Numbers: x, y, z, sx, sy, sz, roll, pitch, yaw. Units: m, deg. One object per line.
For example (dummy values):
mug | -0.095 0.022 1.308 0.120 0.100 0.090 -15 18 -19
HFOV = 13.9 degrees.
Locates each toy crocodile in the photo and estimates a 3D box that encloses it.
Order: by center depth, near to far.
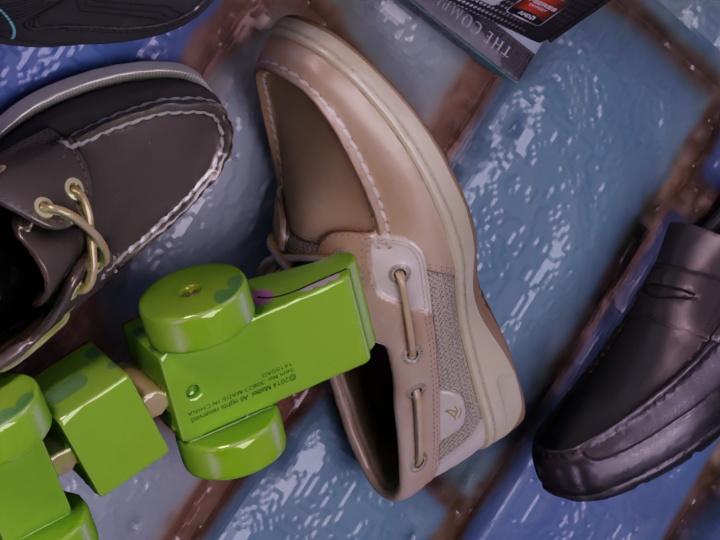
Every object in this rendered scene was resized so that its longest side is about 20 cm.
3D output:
toy crocodile | -0.086 0.047 1.009 0.200 0.062 0.068 -27 120 -15

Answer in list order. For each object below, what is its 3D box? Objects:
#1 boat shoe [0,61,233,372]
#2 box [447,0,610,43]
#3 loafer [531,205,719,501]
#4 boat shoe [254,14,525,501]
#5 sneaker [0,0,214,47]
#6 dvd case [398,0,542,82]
boat shoe | -0.119 -0.004 0.982 0.202 0.060 0.072 -32 122 -23
box | 0.051 -0.158 0.963 0.160 0.044 0.200 -33 145 32
loafer | 0.136 0.012 1.171 0.201 0.068 0.070 -42 118 -22
boat shoe | 0.000 0.000 1.066 0.065 0.072 0.200 -38 130 -20
sneaker | -0.114 -0.107 0.884 0.200 0.079 0.075 15 96 -41
dvd case | 0.060 -0.187 1.070 0.146 0.022 0.200 35 86 -38
